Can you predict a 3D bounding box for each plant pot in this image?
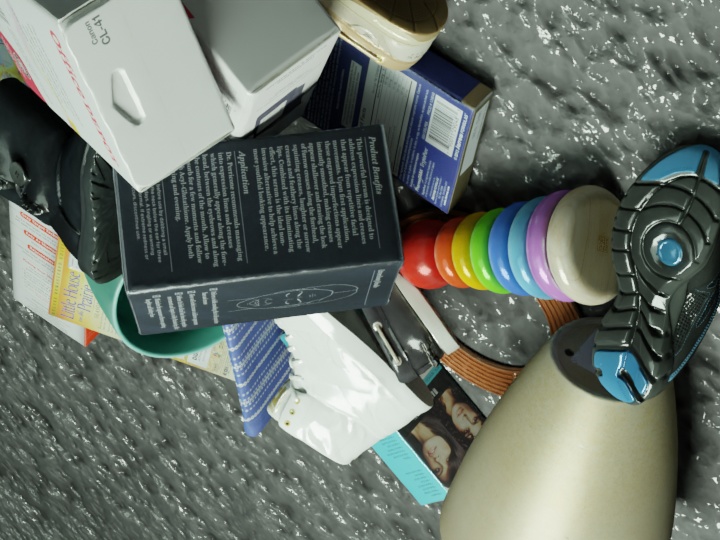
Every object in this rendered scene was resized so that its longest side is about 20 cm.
[{"bbox_3d":[0.169,0.139,1.365,0.187,0.187,0.200,28,132,21],"label":"plant pot"}]

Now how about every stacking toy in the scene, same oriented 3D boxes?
[{"bbox_3d":[0.104,-0.018,1.321,0.200,0.085,0.086,0,128,47],"label":"stacking toy"}]

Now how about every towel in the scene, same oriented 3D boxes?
[{"bbox_3d":[-0.078,0.029,1.511,0.024,0.145,0.200,14,137,23],"label":"towel"}]

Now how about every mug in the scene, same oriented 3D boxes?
[{"bbox_3d":[-0.152,-0.026,1.537,0.114,0.185,0.152,52,170,41],"label":"mug"}]

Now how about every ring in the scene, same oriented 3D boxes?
[{"bbox_3d":[0.098,0.034,1.446,0.200,0.019,0.201,27,143,22],"label":"ring"}]

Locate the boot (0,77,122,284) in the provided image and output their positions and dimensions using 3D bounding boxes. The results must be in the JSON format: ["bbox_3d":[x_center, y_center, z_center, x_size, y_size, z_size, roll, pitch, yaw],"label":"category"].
[{"bbox_3d":[-0.241,-0.105,1.406,0.168,0.076,0.200,39,138,22],"label":"boot"}]

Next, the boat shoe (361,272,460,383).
[{"bbox_3d":[0.000,0.000,1.428,0.200,0.060,0.074,53,-178,10],"label":"boat shoe"}]

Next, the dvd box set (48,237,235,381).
[{"bbox_3d":[-0.194,0.027,1.675,0.199,0.029,0.146,19,144,-1],"label":"dvd box set"}]

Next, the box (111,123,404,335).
[{"bbox_3d":[-0.076,-0.028,1.311,0.148,0.199,0.107,107,157,-76],"label":"box"}]

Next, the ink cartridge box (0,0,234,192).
[{"bbox_3d":[-0.185,-0.164,1.199,0.200,0.086,0.148,39,158,45],"label":"ink cartridge box"}]

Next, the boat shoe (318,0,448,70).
[{"bbox_3d":[-0.032,-0.211,1.257,0.200,0.074,0.069,40,144,8],"label":"boat shoe"}]

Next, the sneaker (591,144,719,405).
[{"bbox_3d":[0.218,-0.004,1.236,0.073,0.082,0.201,35,129,29],"label":"sneaker"}]

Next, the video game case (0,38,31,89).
[{"bbox_3d":[-0.295,-0.157,1.501,0.143,0.018,0.201,13,120,34],"label":"video game case"}]

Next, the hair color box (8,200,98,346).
[{"bbox_3d":[-0.292,-0.022,1.755,0.101,0.061,0.200,33,146,14],"label":"hair color box"}]

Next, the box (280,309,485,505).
[{"bbox_3d":[0.027,0.102,1.538,0.200,0.082,0.049,50,146,-11],"label":"box"}]

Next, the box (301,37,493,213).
[{"bbox_3d":[0.003,-0.140,1.338,0.200,0.032,0.121,33,145,15],"label":"box"}]

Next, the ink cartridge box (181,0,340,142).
[{"bbox_3d":[-0.102,-0.172,1.265,0.145,0.084,0.200,51,165,3],"label":"ink cartridge box"}]

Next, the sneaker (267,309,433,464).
[{"bbox_3d":[-0.047,0.073,1.451,0.115,0.074,0.200,-39,101,17],"label":"sneaker"}]
